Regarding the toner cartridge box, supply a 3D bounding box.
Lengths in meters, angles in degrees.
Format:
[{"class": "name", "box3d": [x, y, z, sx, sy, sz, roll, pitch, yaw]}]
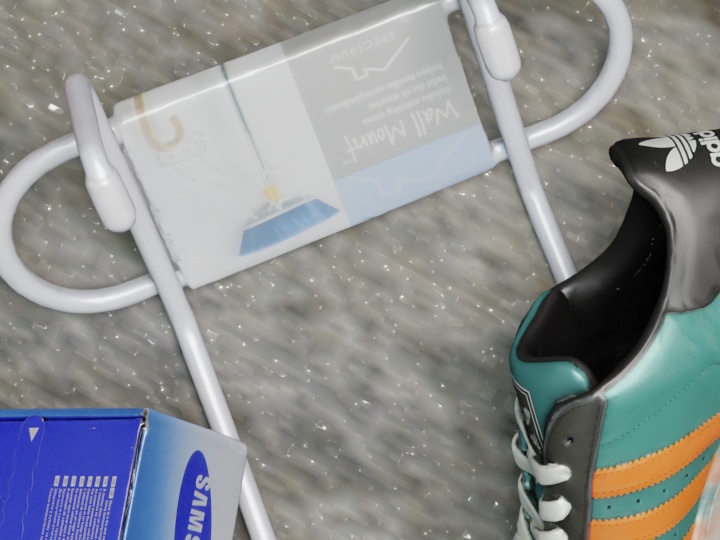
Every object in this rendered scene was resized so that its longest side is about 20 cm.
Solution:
[{"class": "toner cartridge box", "box3d": [-0.093, 0.140, 0.749, 0.095, 0.043, 0.201, -2, 72, 43]}]

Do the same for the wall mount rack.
[{"class": "wall mount rack", "box3d": [0.000, 0.000, 0.785, 0.199, 0.075, 0.174, -21, 128, 1]}]

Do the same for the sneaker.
[{"class": "sneaker", "box3d": [0.068, 0.050, 0.757, 0.080, 0.071, 0.201, 13, 111, -20]}]
